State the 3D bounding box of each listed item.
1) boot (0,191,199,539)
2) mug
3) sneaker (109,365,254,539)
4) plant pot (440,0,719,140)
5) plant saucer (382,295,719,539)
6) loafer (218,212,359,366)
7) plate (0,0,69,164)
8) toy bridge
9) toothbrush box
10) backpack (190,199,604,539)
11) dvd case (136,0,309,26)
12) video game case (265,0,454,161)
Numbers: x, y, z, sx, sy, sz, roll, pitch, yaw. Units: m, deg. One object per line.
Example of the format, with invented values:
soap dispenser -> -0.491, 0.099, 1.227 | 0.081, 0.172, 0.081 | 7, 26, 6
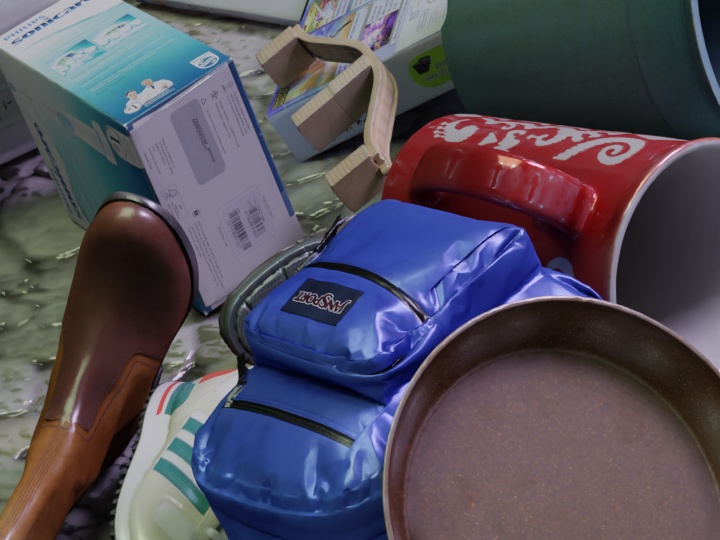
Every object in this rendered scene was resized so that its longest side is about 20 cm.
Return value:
boot -> -0.162, 0.077, 1.242 | 0.068, 0.189, 0.200 | 26, 43, 1
mug -> 0.104, -0.035, 1.254 | 0.133, 0.178, 0.200 | -46, 35, -21
sneaker -> -0.070, 0.115, 1.224 | 0.093, 0.070, 0.200 | -19, 30, 15
plant pot -> 0.167, -0.154, 1.379 | 0.196, 0.201, 0.200 | -3, 37, 41
plant saucer -> 0.099, 0.112, 1.065 | 0.200, 0.200, 0.034 | -42, -1, -28
loafer -> 0.000, 0.000, 1.368 | 0.200, 0.072, 0.063 | -28, 13, -21
plate -> -0.256, -0.121, 1.595 | 0.199, 0.200, 0.032 | -26, 68, -6
toy bridge -> -0.011, -0.106, 1.446 | 0.067, 0.027, 0.200 | -39, 33, 6
toothbrush box -> -0.137, -0.081, 1.476 | 0.085, 0.147, 0.200 | -34, 34, -19
backpack -> 0.012, 0.074, 1.154 | 0.200, 0.168, 0.162 | -44, 30, -26
dvd case -> -0.084, -0.260, 1.751 | 0.200, 0.018, 0.143 | 14, 81, 43
video game case -> 0.038, -0.178, 1.564 | 0.181, 0.045, 0.200 | -23, 29, 28
